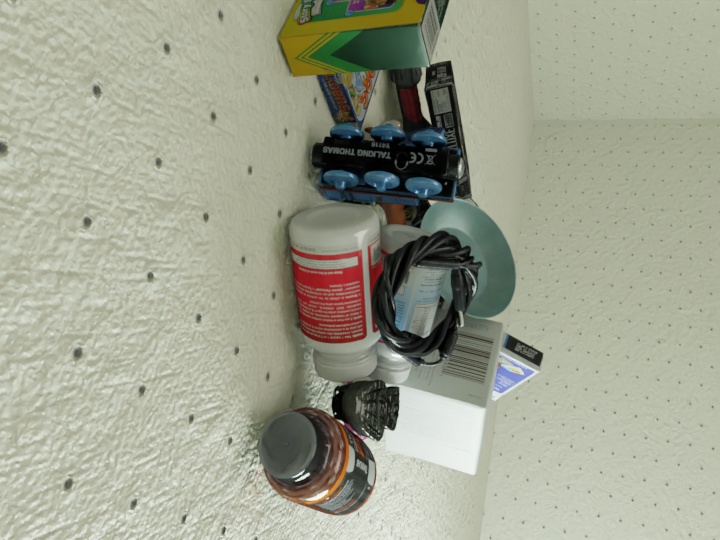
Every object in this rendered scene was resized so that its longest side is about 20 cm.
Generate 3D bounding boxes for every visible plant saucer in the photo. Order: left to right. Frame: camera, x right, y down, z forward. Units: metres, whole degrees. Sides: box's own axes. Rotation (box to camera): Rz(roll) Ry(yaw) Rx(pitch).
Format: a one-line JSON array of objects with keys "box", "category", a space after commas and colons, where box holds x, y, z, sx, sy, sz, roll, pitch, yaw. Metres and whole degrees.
[{"box": [0.164, -0.016, 1.006, 0.197, 0.039, 0.206, 13, 63, -28], "category": "plant saucer"}]

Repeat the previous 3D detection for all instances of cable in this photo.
[{"box": [0.087, 0.033, 0.778, 0.165, 0.051, 0.200, -53, 137, -4], "category": "cable"}]

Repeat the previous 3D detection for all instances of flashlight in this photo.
[{"box": [0.096, -0.288, 1.110, 0.202, 0.066, 0.069, 71, 19, -51], "category": "flashlight"}]

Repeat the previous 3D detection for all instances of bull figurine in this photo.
[{"box": [0.044, -0.131, 0.990, 0.121, 0.063, 0.205, 44, 46, -67], "category": "bull figurine"}]

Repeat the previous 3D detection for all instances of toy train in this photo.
[{"box": [0.035, -0.130, 0.804, 0.114, 0.195, 0.089, 55, 43, -75], "category": "toy train"}]

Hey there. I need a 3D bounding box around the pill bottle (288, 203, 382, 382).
[{"box": [-0.025, 0.029, 0.782, 0.112, 0.110, 0.205, -47, 138, -59], "category": "pill bottle"}]

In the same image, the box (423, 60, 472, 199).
[{"box": [0.156, -0.248, 1.106, 0.159, 0.048, 0.204, -79, 156, -58], "category": "box"}]

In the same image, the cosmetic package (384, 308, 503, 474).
[{"box": [0.133, 0.192, 1.025, 0.203, 0.161, 0.167, 86, 21, -44], "category": "cosmetic package"}]

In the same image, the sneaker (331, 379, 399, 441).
[{"box": [-0.003, 0.182, 0.836, 0.200, 0.088, 0.078, 51, 46, -70], "category": "sneaker"}]

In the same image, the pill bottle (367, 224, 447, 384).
[{"box": [0.052, 0.049, 0.873, 0.109, 0.107, 0.204, -37, 144, -63], "category": "pill bottle"}]

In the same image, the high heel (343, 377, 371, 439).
[{"box": [0.007, 0.165, 0.999, 0.096, 0.066, 0.205, 116, -23, -64], "category": "high heel"}]

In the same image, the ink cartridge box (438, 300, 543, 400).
[{"box": [0.201, 0.151, 1.135, 0.048, 0.194, 0.201, -63, 179, -26], "category": "ink cartridge box"}]

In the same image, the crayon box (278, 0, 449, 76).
[{"box": [0.015, -0.319, 0.735, 0.059, 0.168, 0.203, 62, 38, -49], "category": "crayon box"}]

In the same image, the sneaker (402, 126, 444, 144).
[{"box": [0.101, -0.173, 0.963, 0.200, 0.068, 0.080, -73, 149, -73], "category": "sneaker"}]

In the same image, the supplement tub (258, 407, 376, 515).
[{"box": [-0.052, 0.231, 0.761, 0.201, 0.104, 0.109, 57, 42, -59], "category": "supplement tub"}]

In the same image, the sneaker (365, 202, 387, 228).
[{"box": [0.000, 0.000, 0.930, 0.086, 0.076, 0.204, -44, 131, -41], "category": "sneaker"}]

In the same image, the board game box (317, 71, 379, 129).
[{"box": [-0.008, -0.315, 0.868, 0.136, 0.034, 0.204, 63, 37, -55], "category": "board game box"}]

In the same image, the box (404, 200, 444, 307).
[{"box": [0.113, -0.016, 1.114, 0.200, 0.084, 0.168, 37, 41, -64], "category": "box"}]

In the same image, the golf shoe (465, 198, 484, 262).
[{"box": [0.182, -0.058, 1.099, 0.094, 0.077, 0.204, 15, 52, -58], "category": "golf shoe"}]
